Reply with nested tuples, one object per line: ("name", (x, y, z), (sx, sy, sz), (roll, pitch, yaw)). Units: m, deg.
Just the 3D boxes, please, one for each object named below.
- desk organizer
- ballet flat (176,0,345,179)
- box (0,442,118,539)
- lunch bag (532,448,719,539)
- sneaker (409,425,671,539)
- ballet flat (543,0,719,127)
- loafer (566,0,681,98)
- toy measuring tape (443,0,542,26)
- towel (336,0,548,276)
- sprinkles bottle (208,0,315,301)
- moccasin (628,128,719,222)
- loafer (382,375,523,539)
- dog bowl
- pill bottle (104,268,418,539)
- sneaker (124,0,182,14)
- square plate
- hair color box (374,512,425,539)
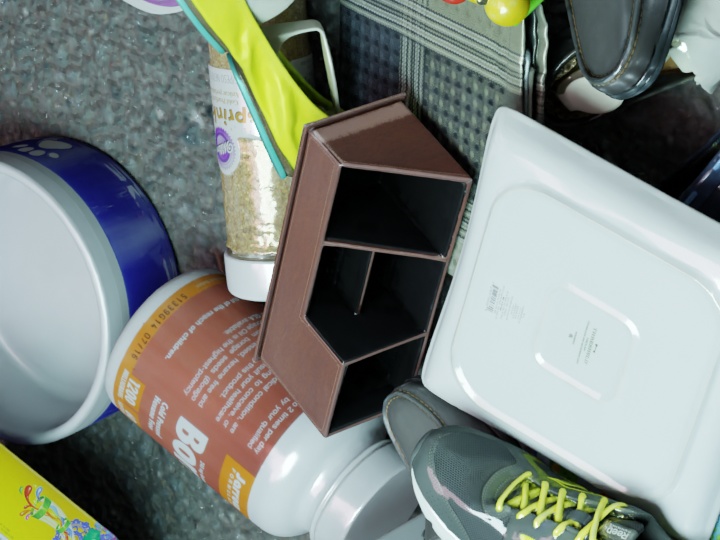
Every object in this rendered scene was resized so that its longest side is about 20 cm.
("desk organizer", (0.000, 0.000, 1.647), (0.077, 0.072, 0.200), (50, 144, 31))
("ballet flat", (-0.059, -0.140, 1.629), (0.067, 0.067, 0.200), (-28, 125, 4))
("box", (-0.249, 0.198, 1.880), (0.200, 0.122, 0.193), (36, 167, 23))
("lunch bag", (0.194, 0.120, 1.589), (0.200, 0.082, 0.161), (10, 110, 36))
("sneaker", (0.120, 0.143, 1.539), (0.200, 0.074, 0.085), (34, 150, 4))
("ballet flat", (0.174, -0.123, 1.528), (0.200, 0.068, 0.068), (-26, 113, 42))
("loafer", (0.124, -0.191, 1.485), (0.073, 0.072, 0.200), (-21, 66, 44))
("toy measuring tape", (0.051, -0.208, 1.540), (0.074, 0.074, 0.200), (-58, 36, 35))
("towel", (0.048, -0.093, 1.631), (0.200, 0.035, 0.193), (34, 129, 50))
("sprinkles bottle", (-0.058, -0.084, 1.729), (0.068, 0.068, 0.200), (7, 109, 37))
("moccasin", (0.165, -0.031, 1.552), (0.200, 0.080, 0.068), (-39, 113, 21))
("loafer", (0.067, 0.145, 1.608), (0.200, 0.072, 0.073), (52, 142, 25))
("dog bowl", (-0.219, 0.012, 1.883), (0.200, 0.079, 0.200), (14, 114, 35))
("pill bottle", (-0.057, 0.096, 1.760), (0.200, 0.112, 0.112), (38, 125, 23))
("sneaker", (-0.079, -0.211, 1.680), (0.200, 0.100, 0.075), (-12, 107, 36))
("square plate", (0.128, 0.037, 1.526), (0.198, 0.028, 0.200), (30, 127, 22))
("hair color box", (0.057, 0.201, 1.647), (0.111, 0.200, 0.064), (45, 129, 18))
